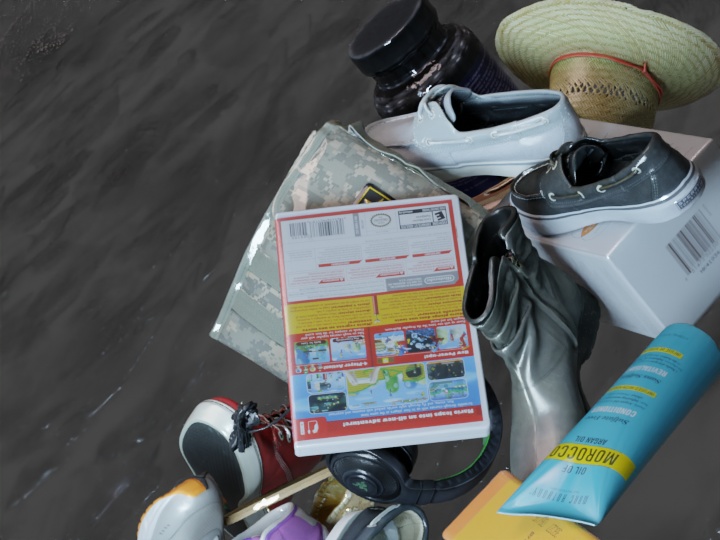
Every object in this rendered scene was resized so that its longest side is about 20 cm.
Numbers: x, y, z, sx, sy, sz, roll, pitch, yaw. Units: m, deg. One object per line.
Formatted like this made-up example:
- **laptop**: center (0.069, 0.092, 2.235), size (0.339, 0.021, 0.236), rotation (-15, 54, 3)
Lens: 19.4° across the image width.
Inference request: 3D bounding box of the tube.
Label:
- **tube**: center (0.175, 0.109, 1.416), size (0.077, 0.051, 0.200), rotation (-3, 29, 43)

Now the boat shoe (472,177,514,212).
- **boat shoe**: center (0.132, -0.042, 1.799), size (0.199, 0.076, 0.072), rotation (-21, 25, 26)

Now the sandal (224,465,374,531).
- **sandal**: center (-0.003, 0.175, 1.637), size (0.211, 0.070, 0.078), rotation (-27, -1, -21)

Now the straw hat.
- **straw hat**: center (0.200, -0.140, 1.745), size (0.200, 0.200, 0.086), rotation (-16, 57, 46)

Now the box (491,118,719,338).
- **box**: center (0.203, -0.034, 1.624), size (0.124, 0.098, 0.200), rotation (-47, 24, -11)

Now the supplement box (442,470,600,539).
- **supplement box**: center (0.128, 0.199, 1.374), size (0.067, 0.069, 0.200), rotation (-44, 21, -5)

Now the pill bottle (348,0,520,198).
- **pill bottle**: center (0.083, -0.147, 1.886), size (0.111, 0.200, 0.112), rotation (-34, 23, 17)

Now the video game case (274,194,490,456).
- **video game case**: center (0.014, 0.037, 1.554), size (0.142, 0.017, 0.201), rotation (-6, 58, -1)

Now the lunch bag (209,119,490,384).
- **lunch bag**: center (0.000, 0.000, 1.667), size (0.201, 0.163, 0.117), rotation (-64, -16, 20)

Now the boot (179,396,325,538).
- **boot**: center (-0.069, 0.123, 1.700), size (0.072, 0.200, 0.144), rotation (32, 68, 22)

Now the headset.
- **headset**: center (0.004, 0.118, 1.572), size (0.094, 0.198, 0.124), rotation (109, 163, -54)

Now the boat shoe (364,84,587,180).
- **boat shoe**: center (0.082, -0.116, 1.669), size (0.199, 0.072, 0.070), rotation (0, 40, 27)

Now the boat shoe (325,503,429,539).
- **boat shoe**: center (-0.008, 0.237, 1.510), size (0.060, 0.076, 0.201), rotation (-22, 28, 35)

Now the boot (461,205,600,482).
- **boot**: center (0.111, 0.063, 1.518), size (0.067, 0.131, 0.201), rotation (-17, 49, 32)

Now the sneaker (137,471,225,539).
- **sneaker**: center (-0.115, 0.238, 1.582), size (0.075, 0.201, 0.092), rotation (-28, 53, -31)

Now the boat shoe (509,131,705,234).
- **boat shoe**: center (0.170, -0.071, 1.542), size (0.069, 0.057, 0.199), rotation (-53, 25, -22)

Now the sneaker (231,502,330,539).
- **sneaker**: center (-0.070, 0.258, 1.531), size (0.072, 0.114, 0.201), rotation (-23, 30, 34)
